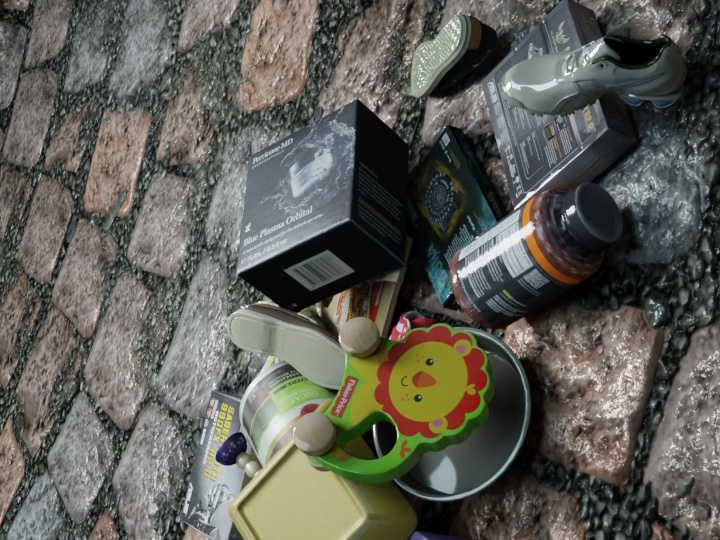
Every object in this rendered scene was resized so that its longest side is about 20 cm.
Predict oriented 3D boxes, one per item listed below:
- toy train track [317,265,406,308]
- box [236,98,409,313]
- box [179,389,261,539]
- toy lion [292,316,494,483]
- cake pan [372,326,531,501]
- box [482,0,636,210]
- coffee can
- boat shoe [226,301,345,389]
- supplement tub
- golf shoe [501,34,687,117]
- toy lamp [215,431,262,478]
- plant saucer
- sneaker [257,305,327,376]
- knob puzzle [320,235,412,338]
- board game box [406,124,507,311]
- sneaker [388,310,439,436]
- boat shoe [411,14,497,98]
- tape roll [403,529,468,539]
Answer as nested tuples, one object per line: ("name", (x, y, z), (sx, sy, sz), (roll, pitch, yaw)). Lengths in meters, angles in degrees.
("toy train track", (0.000, 0.000, 1.838), (0.199, 0.032, 0.116), (7, 80, 54))
("box", (-0.048, -0.080, 1.813), (0.195, 0.117, 0.202), (-24, 46, 32))
("box", (-0.188, 0.289, 2.045), (0.158, 0.048, 0.203), (12, 87, 58))
("toy lion", (0.047, 0.147, 1.566), (0.189, 0.069, 0.202), (16, 66, 24))
("cake pan", (0.108, 0.166, 1.597), (0.198, 0.037, 0.203), (-12, 64, 27))
("box", (0.222, -0.184, 1.607), (0.158, 0.048, 0.202), (-43, 45, 37))
("coffee can", (-0.057, 0.227, 1.784), (0.148, 0.145, 0.200), (-61, 35, 19))
("boat shoe", (-0.073, 0.092, 1.793), (0.198, 0.059, 0.073), (20, 118, 19))
("supplement tub", (0.196, -0.020, 1.543), (0.199, 0.106, 0.108), (-35, 49, 43))
("golf shoe", (0.242, -0.218, 1.478), (0.197, 0.098, 0.079), (-3, 60, 14))
("toy lamp", (-0.106, 0.293, 1.850), (0.199, 0.058, 0.059), (40, 113, 23))
("plant saucer", (-0.059, 0.281, 1.617), (0.200, 0.048, 0.201), (-47, 56, 13))
("sneaker", (-0.093, 0.144, 1.924), (0.081, 0.073, 0.203), (42, 123, 56))
("knob puzzle", (0.002, 0.022, 1.881), (0.219, 0.030, 0.223), (-24, 61, 54))
("board game box", (0.115, -0.067, 1.752), (0.136, 0.028, 0.201), (-55, 37, 31))
("sneaker", (0.074, 0.133, 1.695), (0.113, 0.070, 0.201), (-60, 33, 27))
("boat shoe", (0.116, -0.270, 1.810), (0.200, 0.061, 0.076), (146, 126, -65))
("tape roll", (0.069, 0.398, 1.581), (0.199, 0.084, 0.203), (-27, 56, 49))
